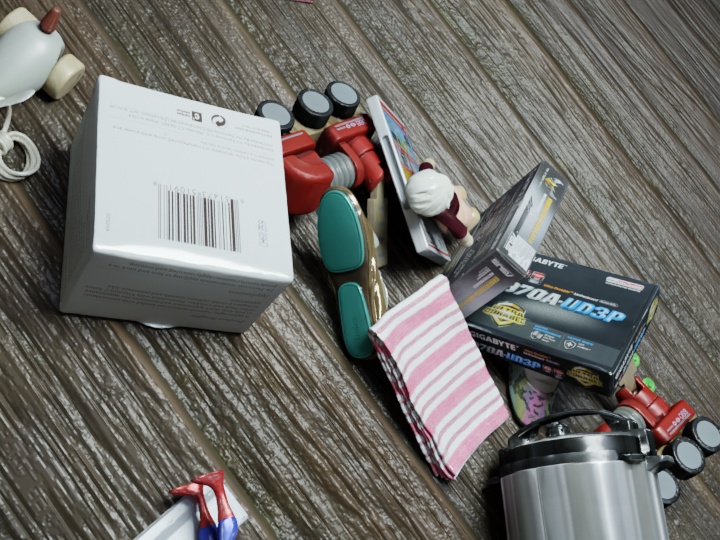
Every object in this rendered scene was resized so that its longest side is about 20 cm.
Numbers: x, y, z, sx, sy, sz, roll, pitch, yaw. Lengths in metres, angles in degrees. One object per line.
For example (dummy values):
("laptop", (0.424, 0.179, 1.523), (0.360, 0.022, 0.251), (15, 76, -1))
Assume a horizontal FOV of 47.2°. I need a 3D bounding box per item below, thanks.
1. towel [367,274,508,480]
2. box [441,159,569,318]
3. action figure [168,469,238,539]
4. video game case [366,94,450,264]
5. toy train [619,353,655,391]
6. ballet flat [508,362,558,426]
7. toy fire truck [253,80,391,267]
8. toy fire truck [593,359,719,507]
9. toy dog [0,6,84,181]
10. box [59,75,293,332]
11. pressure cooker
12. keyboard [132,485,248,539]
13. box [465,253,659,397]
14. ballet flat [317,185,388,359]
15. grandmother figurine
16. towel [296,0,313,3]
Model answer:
("towel", (0.097, 0.120, 0.954), (0.146, 0.030, 0.201), (-35, 104, -43))
("box", (0.173, -0.032, 1.049), (0.048, 0.158, 0.200), (40, 47, -5))
("action figure", (-0.136, 0.284, 0.698), (0.098, 0.065, 0.202), (-8, 72, -44))
("video game case", (0.063, -0.110, 1.045), (0.143, 0.017, 0.202), (18, 53, -72))
("toy train", (0.361, 0.128, 1.167), (0.056, 0.042, 0.201), (-20, 76, -30))
("ballet flat", (0.235, 0.104, 1.069), (0.069, 0.071, 0.201), (26, 51, -14))
("toy fire truck", (-0.034, -0.101, 0.989), (0.175, 0.129, 0.200), (-27, 70, -42))
("toy fire truck", (0.340, 0.189, 1.047), (0.175, 0.129, 0.200), (-30, 71, -34))
("toy dog", (-0.354, -0.201, 0.823), (0.131, 0.096, 0.202), (24, 52, -21))
("box", (-0.186, -0.059, 0.831), (0.197, 0.131, 0.202), (10, 57, -30))
("pressure cooker", (0.243, 0.253, 0.898), (0.174, 0.179, 0.202), (0, 69, -12))
("keyboard", (-0.182, 0.259, 0.724), (0.200, 0.011, 0.057), (-37, 92, -43))
("box", (0.249, 0.058, 1.030), (0.199, 0.046, 0.159), (18, 50, 31))
("ballet flat", (0.000, 0.000, 0.944), (0.072, 0.067, 0.202), (-23, 101, -58))
("grandmother figurine", (0.100, -0.081, 1.001), (0.122, 0.060, 0.200), (53, 13, 15))
("towel", (-0.164, -0.450, 1.162), (0.199, 0.023, 0.145), (-6, 66, -37))
